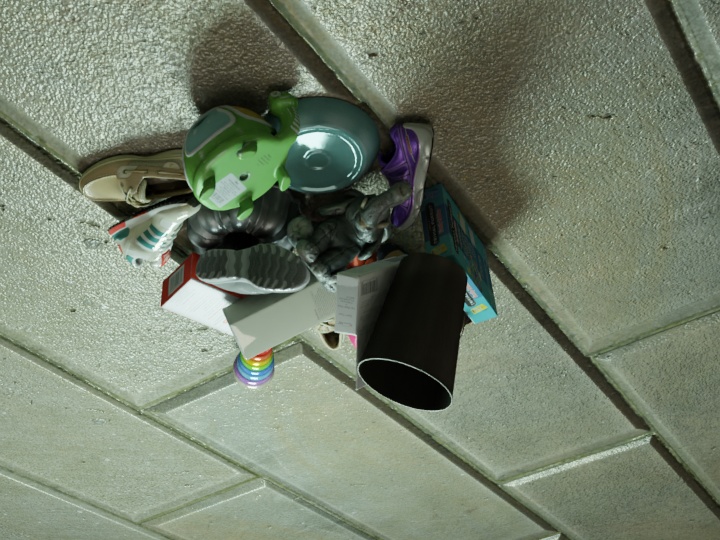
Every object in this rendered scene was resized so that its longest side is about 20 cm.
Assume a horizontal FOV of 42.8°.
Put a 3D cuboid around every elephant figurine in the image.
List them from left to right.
[{"bbox_3d":[-0.006,-0.069,1.472,0.200,0.155,0.142,-38,135,-3],"label":"elephant figurine"}]

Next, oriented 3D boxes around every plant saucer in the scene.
[{"bbox_3d":[-0.066,-0.181,1.421,0.198,0.036,0.201,-3,142,-2],"label":"plant saucer"}]

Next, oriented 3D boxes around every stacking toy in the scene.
[{"bbox_3d":[-0.199,0.163,1.770,0.085,0.086,0.200,3,157,-10],"label":"stacking toy"}]

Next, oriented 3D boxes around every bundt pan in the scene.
[{"bbox_3d":[-0.194,-0.065,1.508,0.200,0.076,0.202,1,146,1],"label":"bundt pan"}]

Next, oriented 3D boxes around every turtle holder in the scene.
[{"bbox_3d":[-0.177,-0.180,1.322,0.140,0.132,0.186,3,135,-44],"label":"turtle holder"}]

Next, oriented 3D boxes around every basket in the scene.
[{"bbox_3d":[0.090,0.086,1.408,0.135,0.201,0.180,-4,147,34],"label":"basket"}]

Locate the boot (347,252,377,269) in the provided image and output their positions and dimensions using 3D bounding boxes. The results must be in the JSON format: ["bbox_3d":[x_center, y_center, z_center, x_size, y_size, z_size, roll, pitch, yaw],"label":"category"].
[{"bbox_3d":[0.000,0.000,1.604,0.074,0.108,0.201,-9,140,9],"label":"boot"}]

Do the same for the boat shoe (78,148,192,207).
[{"bbox_3d":[-0.343,-0.135,1.425,0.198,0.065,0.072,-9,142,5],"label":"boat shoe"}]

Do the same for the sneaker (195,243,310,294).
[{"bbox_3d":[-0.162,0.002,1.473,0.199,0.075,0.082,7,163,28],"label":"sneaker"}]

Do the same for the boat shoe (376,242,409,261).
[{"bbox_3d":[0.078,0.005,1.645,0.074,0.062,0.200,-39,152,2],"label":"boat shoe"}]

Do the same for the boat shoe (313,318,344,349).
[{"bbox_3d":[-0.058,0.085,1.700,0.072,0.065,0.200,7,153,11],"label":"boat shoe"}]

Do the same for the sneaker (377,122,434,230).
[{"bbox_3d":[0.066,-0.154,1.456,0.083,0.081,0.201,10,133,3],"label":"sneaker"}]

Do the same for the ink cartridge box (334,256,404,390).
[{"bbox_3d":[0.025,0.078,1.463,0.044,0.178,0.200,7,-169,28],"label":"ink cartridge box"}]

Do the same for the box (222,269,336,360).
[{"bbox_3d":[-0.126,0.065,1.557,0.199,0.068,0.083,-25,119,-10],"label":"box"}]

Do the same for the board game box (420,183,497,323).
[{"bbox_3d":[0.164,-0.026,1.549,0.047,0.152,0.200,-21,139,20],"label":"board game box"}]

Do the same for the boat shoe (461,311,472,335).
[{"bbox_3d":[0.175,0.066,1.641,0.070,0.200,0.071,19,113,-6],"label":"boat shoe"}]

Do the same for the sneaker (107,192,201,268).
[{"bbox_3d":[-0.316,-0.060,1.476,0.199,0.070,0.094,-17,104,34],"label":"sneaker"}]

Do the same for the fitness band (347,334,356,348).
[{"bbox_3d":[0.065,0.070,1.624,0.200,0.037,0.144,-39,153,1],"label":"fitness band"}]

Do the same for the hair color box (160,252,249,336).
[{"bbox_3d":[-0.236,0.052,1.602,0.199,0.062,0.101,27,132,-33],"label":"hair color box"}]
